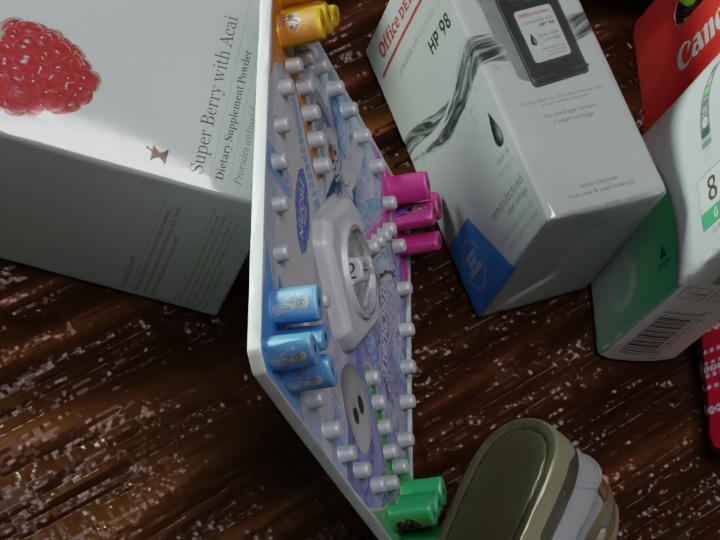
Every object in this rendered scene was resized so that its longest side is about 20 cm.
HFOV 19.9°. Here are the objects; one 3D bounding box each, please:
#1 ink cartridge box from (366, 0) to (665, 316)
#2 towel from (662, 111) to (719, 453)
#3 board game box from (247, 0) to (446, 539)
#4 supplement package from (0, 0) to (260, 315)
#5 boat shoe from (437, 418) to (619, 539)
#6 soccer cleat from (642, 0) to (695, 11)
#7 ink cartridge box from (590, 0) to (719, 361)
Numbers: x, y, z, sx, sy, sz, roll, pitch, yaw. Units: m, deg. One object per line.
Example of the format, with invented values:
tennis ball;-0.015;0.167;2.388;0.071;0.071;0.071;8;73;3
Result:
ink cartridge box;0.064;-0.093;1.013;0.067;0.116;0.200;-15;70;-21
towel;0.223;-0.017;1.018;0.022;0.145;0.200;26;52;-48
board game box;0.000;0.000;0.899;0.026;0.200;0.200;-10;56;15
supplement package;-0.138;-0.078;0.942;0.200;0.120;0.121;15;62;-9
boat shoe;0.052;0.166;0.882;0.068;0.075;0.200;38;77;-33
soccer cleat;0.109;-0.198;1.084;0.200;0.081;0.068;35;54;-40
ink cartridge box;0.159;-0.076;1.007;0.050;0.161;0.200;4;65;-19
